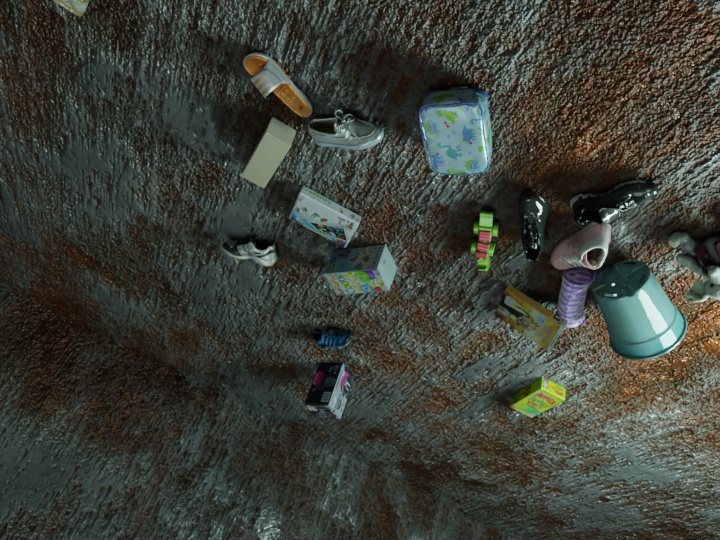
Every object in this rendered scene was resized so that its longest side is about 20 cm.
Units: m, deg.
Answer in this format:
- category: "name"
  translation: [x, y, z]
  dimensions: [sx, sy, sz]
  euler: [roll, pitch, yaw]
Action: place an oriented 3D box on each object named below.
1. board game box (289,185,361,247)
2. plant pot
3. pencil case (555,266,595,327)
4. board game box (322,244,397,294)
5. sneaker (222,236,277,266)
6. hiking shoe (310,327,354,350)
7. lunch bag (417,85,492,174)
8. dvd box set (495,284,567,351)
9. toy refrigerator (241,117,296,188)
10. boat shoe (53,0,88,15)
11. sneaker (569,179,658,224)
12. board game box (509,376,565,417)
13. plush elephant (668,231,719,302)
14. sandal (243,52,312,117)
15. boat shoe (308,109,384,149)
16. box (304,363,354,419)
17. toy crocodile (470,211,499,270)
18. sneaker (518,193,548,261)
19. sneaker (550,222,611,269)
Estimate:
- category: "board game box"
  translation: [-0.107, -0.159, 1.686]
  dimensions: [0.198, 0.035, 0.127]
  euler: [28, 141, -7]
- category: "plant pot"
  translation: [0.719, 0.093, 1.469]
  dimensions: [0.198, 0.201, 0.197]
  euler: [-17, 120, 39]
- category: "pencil case"
  translation: [0.602, 0.078, 1.579]
  dimensions: [0.084, 0.084, 0.202]
  euler: [15, 142, 25]
- category: "board game box"
  translation: [0.000, 0.000, 1.765]
  dimensions: [0.197, 0.106, 0.104]
  euler: [-5, 136, 31]
- category: "sneaker"
  translation: [-0.373, -0.082, 1.892]
  dimensions: [0.196, 0.076, 0.089]
  euler: [12, 126, 7]
- category: "hiking shoe"
  translation: [-0.108, 0.258, 2.146]
  dimensions: [0.198, 0.075, 0.087]
  euler: [-21, 126, 41]
- category: "lunch bag"
  translation: [0.220, -0.321, 1.297]
  dimensions: [0.158, 0.083, 0.202]
  euler: [2, 138, 23]
- category: "dvd box set"
  translation: [0.507, 0.145, 1.682]
  dimensions: [0.199, 0.029, 0.147]
  euler: [36, 152, 21]
- category: "toy refrigerator"
  translation: [-0.254, -0.322, 1.541]
  dimensions: [0.075, 0.071, 0.200]
  euler: [26, 143, -17]
- category: "boat shoe"
  translation: [-0.755, -0.689, 1.345]
  dimensions: [0.198, 0.074, 0.069]
  euler: [33, 135, -15]
- category: "sneaker"
  translation: [0.591, -0.149, 1.312]
  dimensions: [0.198, 0.091, 0.067]
  euler: [-12, 132, 36]
- category: "board game box"
  translation: [0.645, 0.467, 2.047]
  dimensions: [0.100, 0.048, 0.201]
  euler: [27, 142, -6]
- category: "plush elephant"
  translation: [0.836, -0.003, 1.311]
  dimensions: [0.163, 0.156, 0.200]
  euler: [-19, 126, 40]
- category: "sandal"
  translation: [-0.204, -0.446, 1.375]
  dimensions: [0.206, 0.060, 0.079]
  euler: [39, 139, -20]
- category: "boat shoe"
  translation: [-0.042, -0.357, 1.387]
  dimensions: [0.199, 0.076, 0.086]
  euler: [10, 158, 26]
- category: "box"
  translation: [-0.126, 0.504, 2.342]
  dimensions: [0.130, 0.202, 0.115]
  euler: [-6, 137, 31]
- category: "toy crocodile"
  translation: [0.340, -0.082, 1.537]
  dimensions: [0.066, 0.062, 0.202]
  euler: [11, 140, 13]
- category: "sneaker"
  translation: [0.444, -0.107, 1.435]
  dimensions: [0.075, 0.092, 0.201]
  euler: [0, 136, 28]
- category: "sneaker"
  translation: [0.563, -0.038, 1.448]
  dimensions: [0.075, 0.106, 0.200]
  euler: [27, 143, -10]
